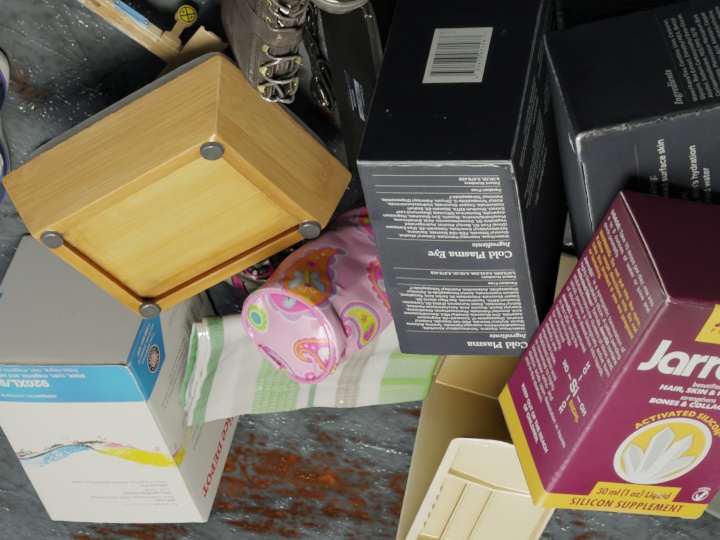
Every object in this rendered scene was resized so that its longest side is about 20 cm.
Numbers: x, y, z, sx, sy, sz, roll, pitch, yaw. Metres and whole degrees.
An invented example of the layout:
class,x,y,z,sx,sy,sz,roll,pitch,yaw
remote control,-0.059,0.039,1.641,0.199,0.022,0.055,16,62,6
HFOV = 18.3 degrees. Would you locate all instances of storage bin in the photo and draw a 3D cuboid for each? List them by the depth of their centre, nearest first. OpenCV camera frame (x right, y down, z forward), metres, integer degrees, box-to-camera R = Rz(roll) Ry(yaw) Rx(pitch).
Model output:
class,x,y,z,sx,sy,sz,roll,pitch,yaw
storage bin,0.105,0.110,1.693,0.094,0.200,0.199,17,139,-3

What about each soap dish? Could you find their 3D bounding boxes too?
class,x,y,z,sx,sy,sz,roll,pitch,yaw
soap dish,-0.130,-0.054,1.589,0.200,0.081,0.157,-27,136,24

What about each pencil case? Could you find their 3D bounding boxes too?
class,x,y,z,sx,sy,sz,roll,pitch,yaw
pencil case,0.000,0.000,1.611,0.087,0.200,0.088,19,130,25

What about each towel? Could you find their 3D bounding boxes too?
class,x,y,z,sx,sy,sz,roll,pitch,yaw
towel,-0.034,0.072,1.705,0.200,0.031,0.149,-3,152,-12

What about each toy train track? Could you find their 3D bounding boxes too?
class,x,y,z,sx,sy,sz,roll,pitch,yaw
toy train track,-0.151,-0.180,1.583,0.200,0.033,0.115,34,153,-11

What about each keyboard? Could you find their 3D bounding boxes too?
class,x,y,z,sx,sy,sz,roll,pitch,yaw
keyboard,-0.007,-0.134,1.546,0.021,0.127,0.200,-27,137,-17

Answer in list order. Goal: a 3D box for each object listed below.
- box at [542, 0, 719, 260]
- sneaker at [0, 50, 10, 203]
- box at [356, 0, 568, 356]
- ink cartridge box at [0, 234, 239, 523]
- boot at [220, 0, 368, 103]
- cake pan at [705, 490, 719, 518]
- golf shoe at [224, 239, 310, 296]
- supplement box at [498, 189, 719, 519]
class,x,y,z,sx,sy,sz,roll,pitch,yaw
box,0.236,-0.073,1.476,0.200,0.118,0.197,-13,134,1
sneaker,-0.316,-0.064,1.672,0.080,0.147,0.200,17,138,-1
box,0.076,-0.074,1.501,0.104,0.200,0.182,0,136,15
ink cartridge box,-0.199,0.089,1.803,0.144,0.147,0.200,-1,135,19
boot,-0.044,-0.179,1.455,0.069,0.200,0.174,-9,136,-18
cake pan,0.279,0.136,1.733,0.200,0.037,0.200,32,160,13
golf shoe,-0.043,0.017,1.733,0.200,0.073,0.092,21,140,-6
supplement box,0.194,0.058,1.435,0.131,0.103,0.200,7,132,-23
